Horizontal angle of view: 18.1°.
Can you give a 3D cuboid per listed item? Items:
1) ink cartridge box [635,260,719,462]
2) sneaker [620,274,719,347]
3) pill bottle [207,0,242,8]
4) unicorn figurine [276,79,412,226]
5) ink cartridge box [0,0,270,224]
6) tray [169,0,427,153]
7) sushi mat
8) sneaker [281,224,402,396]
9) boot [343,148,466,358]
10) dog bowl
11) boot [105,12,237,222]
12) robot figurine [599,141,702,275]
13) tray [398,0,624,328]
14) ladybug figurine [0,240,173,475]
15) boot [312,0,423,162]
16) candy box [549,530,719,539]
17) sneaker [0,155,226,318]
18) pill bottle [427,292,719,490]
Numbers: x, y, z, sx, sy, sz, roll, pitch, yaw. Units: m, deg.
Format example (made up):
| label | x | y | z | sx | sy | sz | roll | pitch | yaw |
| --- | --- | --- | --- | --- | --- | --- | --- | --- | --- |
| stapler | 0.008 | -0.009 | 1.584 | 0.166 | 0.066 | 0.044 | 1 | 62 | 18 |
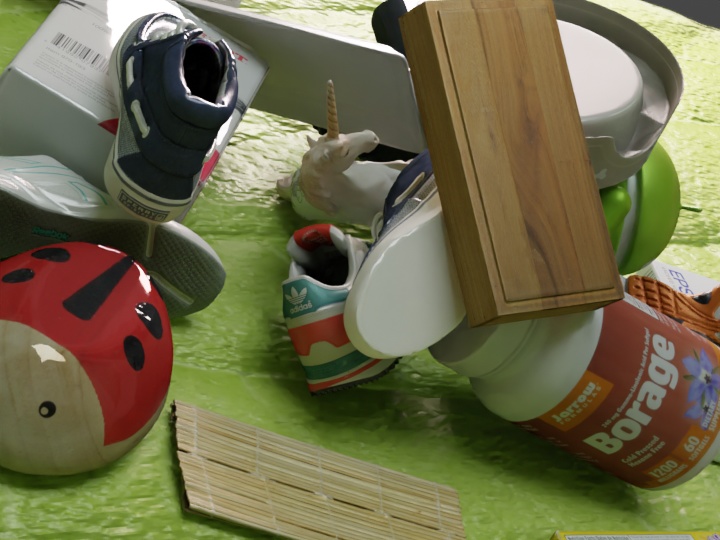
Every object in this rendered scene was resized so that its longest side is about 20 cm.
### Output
| label | x | y | z | sx | sy | sz | roll | pitch | yaw |
| --- | --- | --- | --- | --- | --- | --- | --- | --- | --- |
| ink cartridge box | 0.319 | 0.087 | 1.732 | 0.200 | 0.043 | 0.196 | 15 | 32 | -27 |
| sneaker | 0.233 | 0.050 | 1.628 | 0.200 | 0.092 | 0.076 | -5 | 63 | 12 |
| pill bottle | -0.182 | -0.249 | 1.681 | 0.200 | 0.109 | 0.109 | 20 | 31 | -22 |
| unicorn figurine | 0.001 | -0.059 | 1.543 | 0.137 | 0.200 | 0.074 | 4 | 75 | -25 |
| ink cartridge box | -0.159 | -0.108 | 1.509 | 0.145 | 0.083 | 0.200 | 31 | 29 | -5 |
| tray | -0.045 | -0.144 | 1.595 | 0.200 | 0.107 | 0.022 | 16 | 58 | 23 |
| sushi mat | -0.021 | 0.136 | 1.342 | 0.200 | 0.012 | 0.096 | 19 | 33 | -22 |
| sneaker | 0.000 | 0.000 | 1.478 | 0.093 | 0.070 | 0.200 | 66 | 26 | -17 |
| boot | 0.037 | -0.014 | 1.435 | 0.200 | 0.090 | 0.073 | -47 | 111 | -32 |
| dog bowl | 0.127 | -0.127 | 1.613 | 0.200 | 0.059 | 0.200 | 6 | 36 | -5 |
| boot | -0.107 | -0.120 | 1.387 | 0.073 | 0.090 | 0.200 | 22 | 34 | -20 |
| robot figurine | 0.145 | -0.055 | 1.668 | 0.200 | 0.116 | 0.175 | 3 | 10 | -12 |
| tray | 0.094 | -0.070 | 1.404 | 0.099 | 0.037 | 0.200 | -7 | 80 | -32 |
| ladybug figurine | -0.168 | 0.040 | 1.283 | 0.136 | 0.072 | 0.200 | 32 | 28 | -1 |
| boot | 0.025 | -0.155 | 1.773 | 0.200 | 0.076 | 0.168 | 24 | 32 | -30 |
| candy box | 0.214 | 0.210 | 1.447 | 0.200 | 0.026 | 0.102 | 6 | 36 | -40 |
| sneaker | -0.175 | -0.033 | 1.394 | 0.200 | 0.070 | 0.080 | 21 | 28 | -19 |
| pill bottle | 0.143 | 0.061 | 1.488 | 0.200 | 0.112 | 0.112 | 28 | 27 | -31 |
